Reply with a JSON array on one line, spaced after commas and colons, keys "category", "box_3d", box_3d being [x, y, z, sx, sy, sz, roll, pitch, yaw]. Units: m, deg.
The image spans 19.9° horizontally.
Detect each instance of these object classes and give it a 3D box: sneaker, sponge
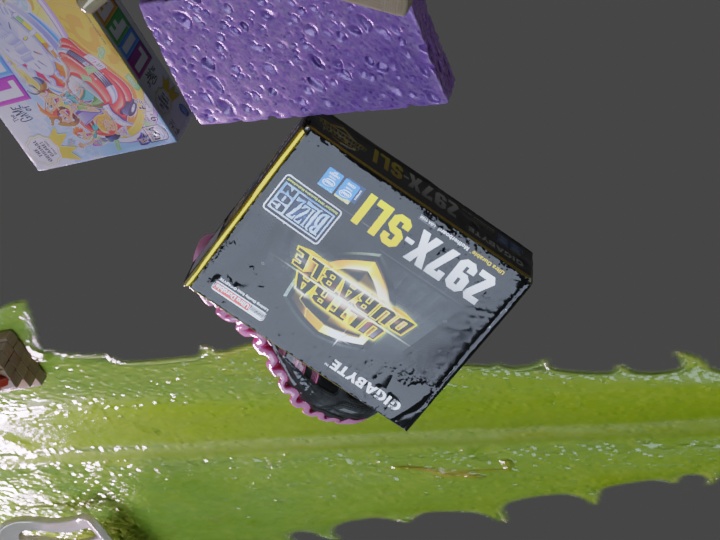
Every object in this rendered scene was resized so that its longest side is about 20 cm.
[{"category": "sneaker", "box_3d": [-0.035, 0.036, 1.551, 0.095, 0.079, 0.200, -28, 119, 29]}, {"category": "sponge", "box_3d": [-0.042, -0.154, 1.379, 0.199, 0.030, 0.112, -3, 132, 27]}]

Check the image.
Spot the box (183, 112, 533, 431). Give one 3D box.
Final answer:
[{"category": "box", "box_3d": [0.000, 0.000, 1.466, 0.200, 0.049, 0.160, 34, 114, -11]}]

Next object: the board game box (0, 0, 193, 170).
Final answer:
[{"category": "board game box", "box_3d": [-0.225, -0.165, 1.451, 0.134, 0.034, 0.200, -9, 129, 33]}]

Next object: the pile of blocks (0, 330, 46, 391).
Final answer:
[{"category": "pile of blocks", "box_3d": [-0.375, 0.088, 1.767, 0.199, 0.062, 0.082, 10, 137, 17]}]

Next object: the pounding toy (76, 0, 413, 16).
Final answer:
[{"category": "pounding toy", "box_3d": [-0.053, -0.240, 1.207, 0.199, 0.142, 0.185, 16, 138, 9]}]

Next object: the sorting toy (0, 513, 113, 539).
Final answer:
[{"category": "sorting toy", "box_3d": [-0.255, 0.301, 1.914, 0.199, 0.107, 0.181, -5, 124, 30]}]
